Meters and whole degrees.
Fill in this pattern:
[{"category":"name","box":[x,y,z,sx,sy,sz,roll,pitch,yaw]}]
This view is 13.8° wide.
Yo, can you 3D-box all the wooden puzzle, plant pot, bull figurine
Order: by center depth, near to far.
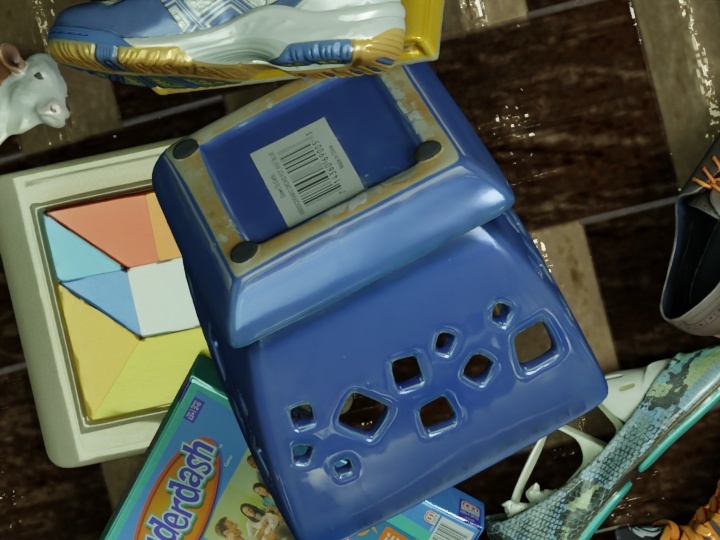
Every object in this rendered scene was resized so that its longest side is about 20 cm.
[{"category":"plant pot","box":[0.000,0.000,1.652,0.199,0.200,0.180,-26,129,-3]},{"category":"bull figurine","box":[-0.273,-0.097,1.776,0.199,0.065,0.122,20,69,11]},{"category":"wooden puzzle","box":[-0.117,0.016,1.798,0.199,0.037,0.186,-11,99,10]}]

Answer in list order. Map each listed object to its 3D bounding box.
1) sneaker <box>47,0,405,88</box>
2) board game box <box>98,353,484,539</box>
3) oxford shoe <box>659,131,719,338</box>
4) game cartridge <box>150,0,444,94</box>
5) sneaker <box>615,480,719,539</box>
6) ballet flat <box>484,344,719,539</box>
[{"category":"sneaker","box":[-0.072,-0.148,1.600,0.199,0.075,0.089,-2,84,13]},{"category":"board game box","box":[-0.047,0.164,1.795,0.199,0.045,0.153,28,107,-6]},{"category":"oxford shoe","box":[0.228,-0.054,1.710,0.071,0.072,0.201,26,105,41]},{"category":"game cartridge","box":[-0.032,-0.201,1.677,0.175,0.032,0.201,-6,63,22]},{"category":"sneaker","box":[0.209,0.148,1.749,0.111,0.078,0.201,12,101,4]},{"category":"ballet flat","box":[0.147,0.102,1.764,0.074,0.074,0.200,41,101,-1]}]
